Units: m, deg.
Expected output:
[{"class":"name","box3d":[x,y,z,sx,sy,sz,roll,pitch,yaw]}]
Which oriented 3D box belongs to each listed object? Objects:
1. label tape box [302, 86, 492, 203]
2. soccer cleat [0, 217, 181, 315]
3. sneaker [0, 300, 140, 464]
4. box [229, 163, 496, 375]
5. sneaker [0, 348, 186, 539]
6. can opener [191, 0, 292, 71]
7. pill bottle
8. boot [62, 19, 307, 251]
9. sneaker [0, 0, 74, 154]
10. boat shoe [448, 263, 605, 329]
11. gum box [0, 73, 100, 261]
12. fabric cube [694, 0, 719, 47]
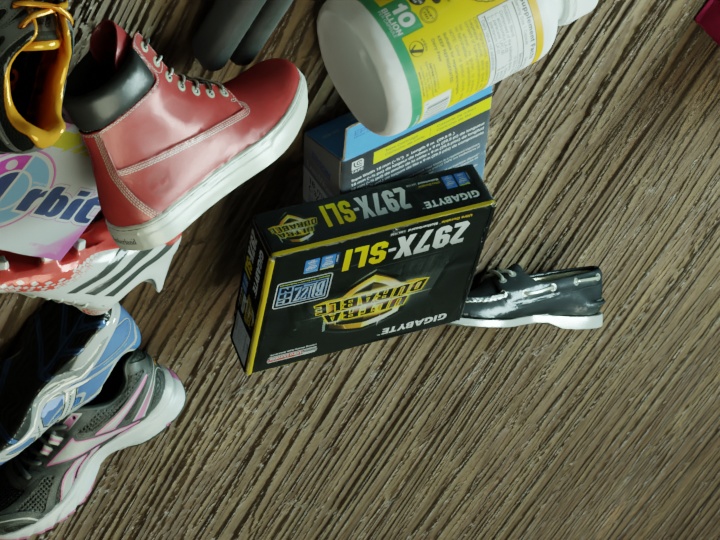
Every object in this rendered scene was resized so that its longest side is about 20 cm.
[{"class":"label tape box","box3d":[0.029,-0.099,1.781,0.143,0.063,0.201,-26,149,-19]},{"class":"soccer cleat","box3d":[-0.216,0.000,1.635,0.199,0.068,0.086,-18,131,-42]},{"class":"sneaker","box3d":[-0.251,0.099,1.730,0.200,0.076,0.077,-42,147,9]},{"class":"box","box3d":[0.000,0.000,1.781,0.199,0.050,0.160,-13,144,-21]},{"class":"sneaker","box3d":[-0.244,0.130,1.804,0.200,0.080,0.086,-43,140,-8]},{"class":"can opener","box3d":[-0.067,-0.221,1.520,0.053,0.067,0.200,-15,157,-37]},{"class":"pill bottle","box3d":[0.077,-0.191,1.652,0.199,0.113,0.113,-28,150,-18]},{"class":"boot","box3d":[-0.118,-0.127,1.500,0.200,0.072,0.145,-44,127,-38]},{"class":"sneaker","box3d":[-0.208,-0.166,1.344,0.078,0.077,0.202,-15,113,-42]},{"class":"boat shoe","box3d":[0.146,0.023,2.099,0.199,0.075,0.061,-1,97,-36]},{"class":"gum box","box3d":[-0.245,-0.079,1.490,0.114,0.066,0.199,-48,150,19]},{"class":"fabric cube","box3d":[0.460,-0.224,1.958,0.195,0.200,0.200,-2,135,-49]}]
